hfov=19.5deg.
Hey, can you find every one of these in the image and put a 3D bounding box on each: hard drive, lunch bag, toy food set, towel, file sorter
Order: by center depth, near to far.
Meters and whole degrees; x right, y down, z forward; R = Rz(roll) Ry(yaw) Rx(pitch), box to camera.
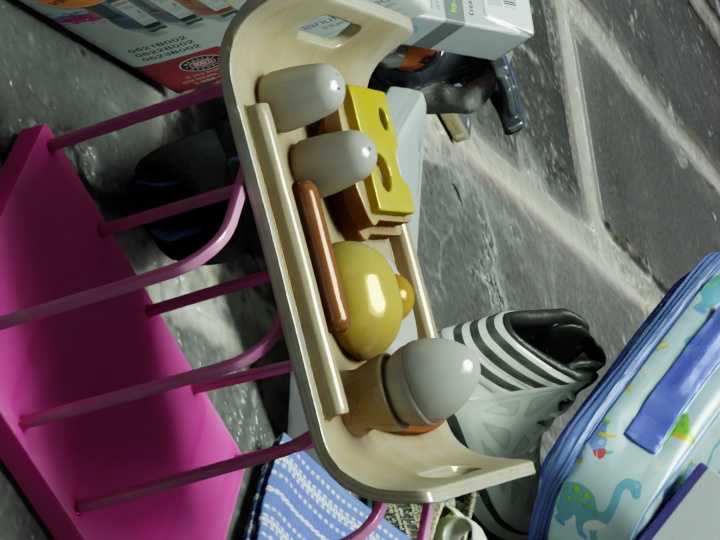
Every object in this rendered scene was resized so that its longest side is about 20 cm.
[{"bbox_3d":[0.016,-0.010,0.823,0.143,0.060,0.201,0,75,-69],"label":"toy food set"},{"bbox_3d":[-0.059,0.044,0.855,0.139,0.125,0.201,-77,146,-52],"label":"file sorter"},{"bbox_3d":[-0.002,0.178,0.969,0.145,0.024,0.200,39,31,-18],"label":"towel"},{"bbox_3d":[0.000,0.000,1.111,0.200,0.027,0.133,-63,159,-61],"label":"hard drive"},{"bbox_3d":[0.179,0.095,1.238,0.200,0.082,0.161,-49,161,-26],"label":"lunch bag"}]

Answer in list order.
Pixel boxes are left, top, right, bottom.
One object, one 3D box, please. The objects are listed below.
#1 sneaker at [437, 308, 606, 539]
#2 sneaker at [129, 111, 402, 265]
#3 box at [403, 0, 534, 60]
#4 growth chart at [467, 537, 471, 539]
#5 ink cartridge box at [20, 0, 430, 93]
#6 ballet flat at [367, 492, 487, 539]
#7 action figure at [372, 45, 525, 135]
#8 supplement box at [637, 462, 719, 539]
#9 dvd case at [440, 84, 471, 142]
[{"bbox_3d":[0.104,0.093,1.251,0.201,0.115,0.076,52,25,-47],"label":"sneaker"},{"bbox_3d":[-0.062,-0.055,0.994,0.200,0.111,0.074,-148,-137,-69],"label":"sneaker"},{"bbox_3d":[-0.004,-0.205,1.143,0.199,0.041,0.157,6,68,-34],"label":"box"},{"bbox_3d":[0.115,0.200,1.183,0.018,0.200,0.145,-58,145,2],"label":"growth chart"},{"bbox_3d":[-0.078,-0.189,0.930,0.200,0.145,0.146,26,52,-63],"label":"ink cartridge box"},{"bbox_3d":[0.040,0.190,1.085,0.068,0.075,0.201,56,28,-48],"label":"ballet flat"},{"bbox_3d":[0.020,-0.171,1.278,0.193,0.104,0.201,45,24,-66],"label":"action figure"},{"bbox_3d":[0.221,0.204,1.207,0.103,0.101,0.200,37,-5,27],"label":"supplement box"},{"bbox_3d":[0.036,-0.207,1.421,0.149,0.016,0.200,-84,151,-43],"label":"dvd case"}]
